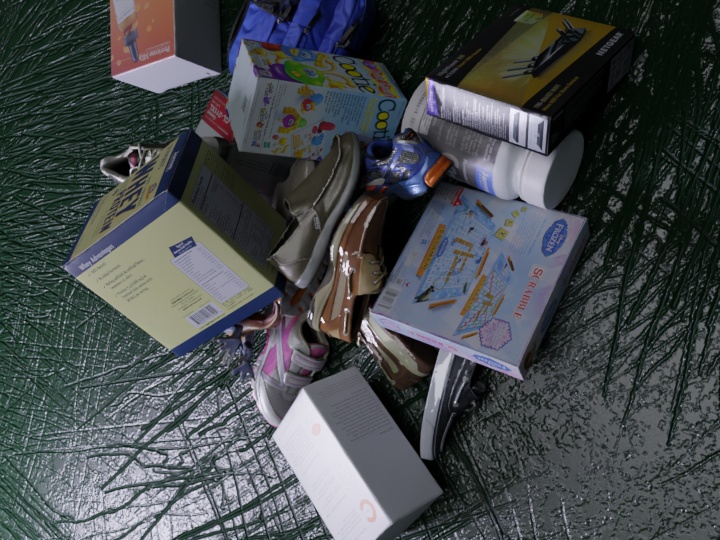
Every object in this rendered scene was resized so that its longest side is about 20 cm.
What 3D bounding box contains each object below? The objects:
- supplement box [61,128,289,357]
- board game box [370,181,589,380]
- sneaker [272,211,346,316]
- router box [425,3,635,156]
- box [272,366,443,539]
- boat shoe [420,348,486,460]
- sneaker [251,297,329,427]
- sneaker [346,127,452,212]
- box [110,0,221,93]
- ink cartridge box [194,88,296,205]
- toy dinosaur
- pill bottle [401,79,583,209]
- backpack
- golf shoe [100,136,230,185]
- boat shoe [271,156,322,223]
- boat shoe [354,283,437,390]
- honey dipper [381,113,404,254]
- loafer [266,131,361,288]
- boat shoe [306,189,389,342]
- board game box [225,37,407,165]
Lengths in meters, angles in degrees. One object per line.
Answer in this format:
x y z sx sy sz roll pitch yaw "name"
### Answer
-0.227 -0.030 0.978 0.199 0.200 0.135 -30 33 25 "supplement box"
0.142 0.004 0.905 0.198 0.041 0.201 19 70 32 "board game box"
-0.073 -0.037 1.054 0.077 0.078 0.201 27 77 43 "sneaker"
0.192 -0.222 0.855 0.156 0.200 0.053 25 143 30 "router box"
-0.009 0.249 0.983 0.201 0.097 0.125 54 135 23 "box"
0.122 0.147 0.947 0.067 0.072 0.202 14 98 10 "boat shoe"
-0.093 0.125 1.074 0.087 0.081 0.202 7 92 34 "sneaker"
0.031 -0.125 0.943 0.079 0.075 0.199 53 146 -12 "sneaker"
-0.317 -0.412 1.231 0.151 0.106 0.202 -7 83 32 "box"
-0.184 -0.141 1.107 0.083 0.145 0.201 40 107 30 "ink cartridge box"
-0.173 0.079 1.098 0.199 0.105 0.182 -31 30 13 "toy dinosaur"
0.157 -0.154 0.911 0.199 0.113 0.115 29 102 31 "pill bottle"
-0.085 -0.328 1.047 0.167 0.162 0.201 34 104 8 "backpack"
-0.262 -0.138 1.021 0.198 0.088 0.078 -9 78 34 "golf shoe"
-0.079 -0.100 1.063 0.200 0.062 0.073 139 130 -61 "boat shoe"
0.014 0.072 1.015 0.075 0.074 0.203 -50 63 29 "boat shoe"
0.034 -0.113 1.037 0.038 0.038 0.202 13 98 32 "honey dipper"
-0.057 -0.080 0.926 0.069 0.075 0.202 21 91 -14 "loafer"
0.000 0.000 0.938 0.073 0.076 0.201 30 119 17 "boat shoe"
-0.059 -0.213 0.973 0.103 0.198 0.105 -114 37 -44 "board game box"
